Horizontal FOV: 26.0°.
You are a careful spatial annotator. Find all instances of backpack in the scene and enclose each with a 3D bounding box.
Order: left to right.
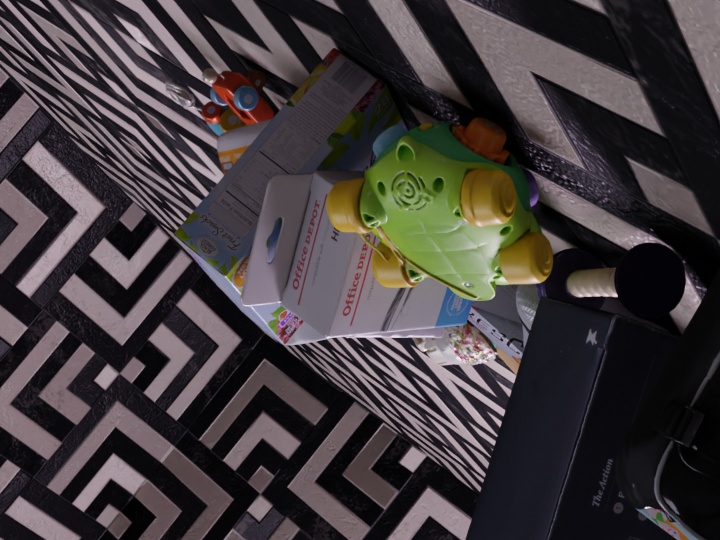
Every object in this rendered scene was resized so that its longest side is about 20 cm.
[{"bbox_3d":[0.254,0.098,0.846,0.199,0.179,0.151,30,175,-1],"label":"backpack"}]

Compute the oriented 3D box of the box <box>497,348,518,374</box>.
[{"bbox_3d":[0.169,0.090,1.639,0.164,0.021,0.200,48,176,30],"label":"box"}]

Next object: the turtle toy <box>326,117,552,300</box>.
[{"bbox_3d":[0.075,-0.043,1.145,0.144,0.102,0.200,-1,148,30],"label":"turtle toy"}]

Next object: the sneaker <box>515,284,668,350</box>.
[{"bbox_3d":[0.201,0.092,1.270,0.200,0.075,0.116,39,143,42],"label":"sneaker"}]

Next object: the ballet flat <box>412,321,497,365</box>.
[{"bbox_3d":[0.094,0.071,1.728,0.076,0.064,0.200,50,178,-20],"label":"ballet flat"}]

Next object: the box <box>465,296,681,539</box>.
[{"bbox_3d":[0.198,0.142,1.052,0.198,0.199,0.117,18,-179,-20],"label":"box"}]

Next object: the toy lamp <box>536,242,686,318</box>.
[{"bbox_3d":[0.175,0.010,1.149,0.058,0.058,0.200,41,172,-6],"label":"toy lamp"}]

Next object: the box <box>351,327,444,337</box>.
[{"bbox_3d":[0.000,0.000,1.591,0.111,0.103,0.200,1,-171,-24],"label":"box"}]

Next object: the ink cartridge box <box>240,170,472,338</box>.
[{"bbox_3d":[0.010,-0.014,1.235,0.198,0.117,0.066,-4,-153,-42],"label":"ink cartridge box"}]

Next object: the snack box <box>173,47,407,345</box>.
[{"bbox_3d":[-0.044,-0.057,1.288,0.067,0.201,0.169,35,170,24],"label":"snack box"}]

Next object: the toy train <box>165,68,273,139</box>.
[{"bbox_3d":[-0.118,-0.166,1.582,0.150,0.056,0.199,45,168,-25],"label":"toy train"}]

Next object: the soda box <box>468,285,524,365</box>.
[{"bbox_3d":[0.141,0.035,1.392,0.200,0.069,0.064,41,172,0],"label":"soda box"}]

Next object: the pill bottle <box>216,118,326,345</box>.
[{"bbox_3d":[-0.054,-0.041,1.432,0.116,0.115,0.203,-171,66,-75],"label":"pill bottle"}]
